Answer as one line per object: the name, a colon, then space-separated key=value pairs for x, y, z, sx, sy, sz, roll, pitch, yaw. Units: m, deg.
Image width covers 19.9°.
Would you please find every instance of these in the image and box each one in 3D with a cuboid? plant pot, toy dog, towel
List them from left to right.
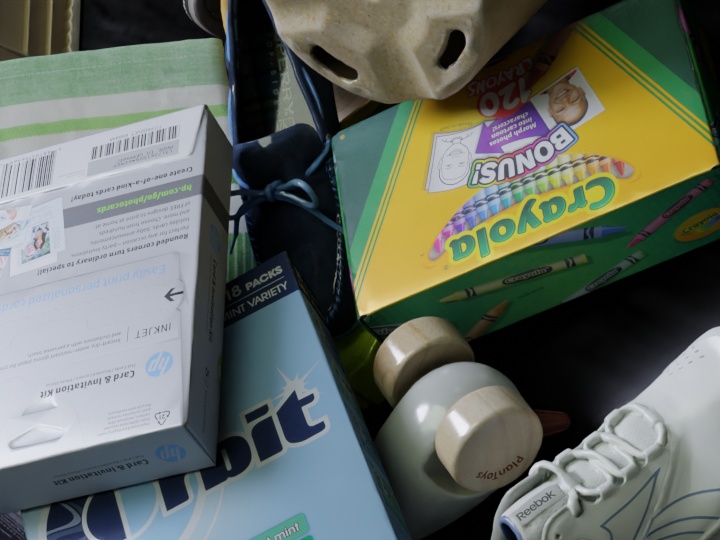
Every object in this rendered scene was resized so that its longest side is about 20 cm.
towel: x=-0.136 y=-0.031 z=1.141 sx=0.023 sy=0.151 sz=0.202 roll=108 pitch=153 yaw=-65
toy dog: x=0.036 y=0.118 z=1.015 sx=0.200 sy=0.096 sz=0.133 roll=-48 pitch=42 yaw=36
plant pot: x=0.041 y=-0.191 z=1.043 sx=0.199 sy=0.201 sz=0.184 roll=-10 pitch=33 yaw=43

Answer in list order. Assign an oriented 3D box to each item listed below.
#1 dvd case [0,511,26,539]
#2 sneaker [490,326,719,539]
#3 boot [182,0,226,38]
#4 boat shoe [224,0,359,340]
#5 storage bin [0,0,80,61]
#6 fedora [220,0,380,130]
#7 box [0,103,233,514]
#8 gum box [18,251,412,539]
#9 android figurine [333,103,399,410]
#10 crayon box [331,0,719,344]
dvd case: x=-0.238 y=0.157 z=1.148 sx=0.200 sy=0.149 sz=0.016 roll=-36 pitch=17 yaw=41
sneaker: x=0.113 y=0.108 z=0.919 sx=0.201 sy=0.087 sz=0.074 roll=-55 pitch=38 yaw=4
boot: x=-0.082 y=-0.245 z=1.352 sx=0.150 sy=0.073 sz=0.201 roll=16 pitch=74 yaw=49
boat shoe: x=-0.048 y=-0.060 z=1.102 sx=0.084 sy=0.069 sz=0.202 roll=-21 pitch=73 yaw=18
storage bin: x=-0.306 y=-0.141 z=1.516 sx=0.199 sy=0.093 sz=0.200 roll=-29 pitch=49 yaw=32
fedora: x=-0.027 y=-0.158 z=1.208 sx=0.200 sy=0.082 sz=0.201 roll=-35 pitch=31 yaw=25
box: x=-0.143 y=0.020 z=1.024 sx=0.155 sy=0.041 sz=0.201 roll=-14 pitch=48 yaw=16
gum box: x=-0.075 y=0.107 z=0.978 sx=0.169 sy=0.045 sz=0.201 roll=-28 pitch=48 yaw=5
android figurine: x=0.000 y=0.000 z=1.142 sx=0.181 sy=0.041 sz=0.201 roll=14 pitch=75 yaw=49
crayon box: x=0.088 y=-0.047 z=1.031 sx=0.199 sy=0.058 sz=0.120 roll=-23 pitch=52 yaw=20
